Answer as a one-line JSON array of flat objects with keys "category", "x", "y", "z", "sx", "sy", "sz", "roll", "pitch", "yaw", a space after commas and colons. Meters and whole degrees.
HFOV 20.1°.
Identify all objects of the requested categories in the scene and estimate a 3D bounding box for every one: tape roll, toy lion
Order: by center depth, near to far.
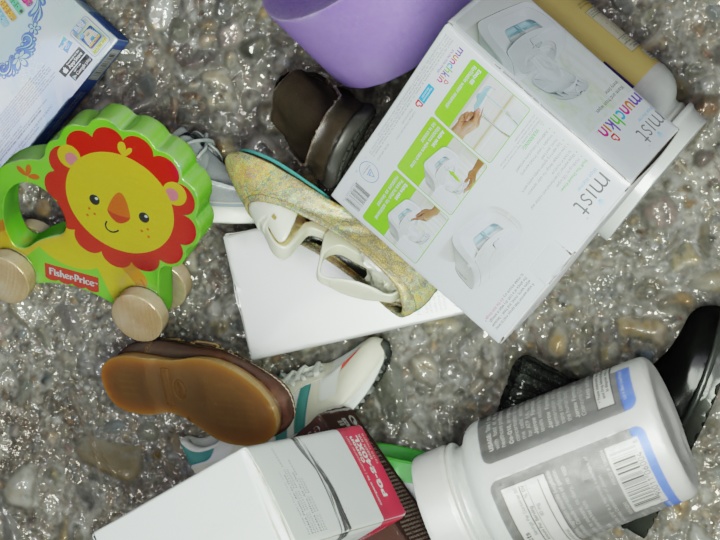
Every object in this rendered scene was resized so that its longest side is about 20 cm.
[{"category": "tape roll", "x": 0.023, "y": -0.245, "z": 1.574, "sx": 0.200, "sy": 0.200, "sz": 0.085, "roll": -45, "pitch": 119, "yaw": 9}, {"category": "toy lion", "x": -0.213, "y": -0.049, "z": 1.643, "sx": 0.198, "sy": 0.069, "sz": 0.193, "roll": 14, "pitch": 127, "yaw": 17}]

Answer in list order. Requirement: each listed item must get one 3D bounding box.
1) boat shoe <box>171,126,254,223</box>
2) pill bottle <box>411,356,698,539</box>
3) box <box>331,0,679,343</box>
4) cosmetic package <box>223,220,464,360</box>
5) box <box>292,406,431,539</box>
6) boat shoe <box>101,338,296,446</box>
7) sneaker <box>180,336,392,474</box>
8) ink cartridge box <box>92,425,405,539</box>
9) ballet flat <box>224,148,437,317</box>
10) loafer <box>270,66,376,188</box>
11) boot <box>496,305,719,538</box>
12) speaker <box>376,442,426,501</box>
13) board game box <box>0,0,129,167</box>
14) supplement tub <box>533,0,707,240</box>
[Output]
[{"category": "boat shoe", "x": -0.154, "y": -0.083, "z": 1.683, "sx": 0.199, "sy": 0.070, "sz": 0.072, "roll": 10, "pitch": 100, "yaw": 12}, {"category": "pill bottle", "x": 0.146, "y": 0.152, "z": 1.548, "sx": 0.199, "sy": 0.114, "sz": 0.115, "roll": -22, "pitch": 89, "yaw": 14}, {"category": "box", "x": 0.103, "y": -0.078, "z": 1.497, "sx": 0.176, "sy": 0.097, "sz": 0.200, "roll": 40, "pitch": 134, "yaw": 5}, {"category": "cosmetic package", "x": 0.000, "y": 0.000, "z": 1.654, "sx": 0.198, "sy": 0.085, "sz": 0.109, "roll": -11, "pitch": 90, "yaw": 11}, {"category": "box", "x": 0.001, "y": 0.218, "z": 1.586, "sx": 0.100, "sy": 0.075, "sz": 0.201, "roll": -41, "pitch": 76, "yaw": 18}, {"category": "boat shoe", "x": -0.121, "y": 0.088, "z": 1.636, "sx": 0.199, "sy": 0.070, "sz": 0.071, "roll": 14, "pitch": 116, "yaw": 41}, {"category": "sneaker", "x": -0.065, "y": 0.110, "z": 1.677, "sx": 0.200, "sy": 0.070, "sz": 0.093, "roll": -44, "pitch": 91, "yaw": 12}, {"category": "ink cartridge box", "x": -0.078, "y": 0.185, "z": 1.473, "sx": 0.145, "sy": 0.200, "sz": 0.084, "roll": -31, "pitch": 78, "yaw": 21}, {"category": "ballet flat", "x": -0.031, "y": -0.026, "z": 1.579, "sx": 0.199, "sy": 0.071, "sz": 0.071, "roll": 29, "pitch": 97, "yaw": 8}, {"category": "loafer", "x": -0.040, "y": -0.117, "z": 1.593, "sx": 0.071, "sy": 0.200, "sz": 0.073, "roll": 28, "pitch": 95, "yaw": -12}, {"category": "boot", "x": 0.200, "y": 0.095, "z": 1.627, "sx": 0.157, "sy": 0.079, "sz": 0.212, "roll": 27, "pitch": 97, "yaw": 7}, {"category": "speaker", "x": 0.017, "y": 0.248, "z": 1.663, "sx": 0.088, "sy": 0.088, "sz": 0.202, "roll": 11, "pitch": 95, "yaw": 9}, {"category": "board game box", "x": -0.333, "y": -0.184, "z": 1.722, "sx": 0.199, "sy": 0.043, "sz": 0.200, "roll": 42, "pitch": 98, "yaw": 5}, {"category": "supplement tub", "x": 0.156, "y": -0.135, "z": 1.590, "sx": 0.200, "sy": 0.145, "sz": 0.146, "roll": 40, "pitch": 98, "yaw": 6}]
